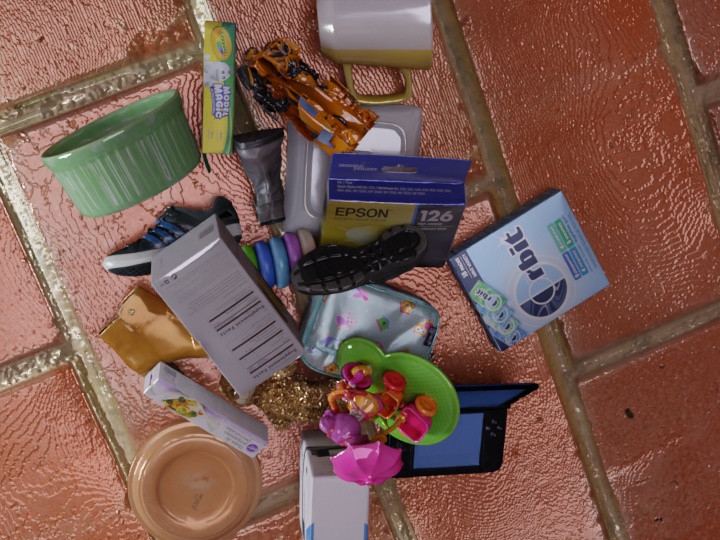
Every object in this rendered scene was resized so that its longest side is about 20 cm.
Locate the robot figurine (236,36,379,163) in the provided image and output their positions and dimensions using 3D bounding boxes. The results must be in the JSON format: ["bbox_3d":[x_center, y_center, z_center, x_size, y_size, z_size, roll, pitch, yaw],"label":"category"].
[{"bbox_3d":[-0.074,-0.243,1.410,0.200,0.145,0.058,40,127,-7],"label":"robot figurine"}]

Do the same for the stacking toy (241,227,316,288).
[{"bbox_3d":[-0.162,-0.002,1.461,0.199,0.085,0.086,-11,101,-11],"label":"stacking toy"}]

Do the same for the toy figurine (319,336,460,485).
[{"bbox_3d":[0.012,0.201,1.380,0.200,0.184,0.150,38,127,7],"label":"toy figurine"}]

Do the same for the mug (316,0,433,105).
[{"bbox_3d":[0.019,-0.329,1.418,0.153,0.149,0.187,-5,92,-1],"label":"mug"}]

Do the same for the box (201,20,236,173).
[{"bbox_3d":[-0.193,-0.235,1.406,0.048,0.117,0.201,3,99,-7],"label":"box"}]

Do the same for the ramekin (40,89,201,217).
[{"bbox_3d":[-0.310,-0.152,1.363,0.200,0.200,0.098,-27,110,-5],"label":"ramekin"}]

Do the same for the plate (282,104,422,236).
[{"bbox_3d":[-0.010,-0.145,1.497,0.199,0.032,0.201,2,99,-11],"label":"plate"}]

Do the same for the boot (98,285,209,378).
[{"bbox_3d":[-0.262,0.069,1.467,0.201,0.071,0.144,-41,108,4],"label":"boot"}]

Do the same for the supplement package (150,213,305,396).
[{"bbox_3d":[-0.177,0.045,1.375,0.109,0.114,0.200,-34,112,2],"label":"supplement package"}]

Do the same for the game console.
[{"bbox_3d":[0.149,0.238,1.531,0.199,0.118,0.171,1,99,-19],"label":"game console"}]

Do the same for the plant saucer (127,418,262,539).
[{"bbox_3d":[-0.246,0.320,1.534,0.200,0.032,0.201,-2,100,-9],"label":"plant saucer"}]

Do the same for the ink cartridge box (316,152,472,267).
[{"bbox_3d":[0.044,-0.078,1.452,0.197,0.047,0.200,2,144,-9],"label":"ink cartridge box"}]

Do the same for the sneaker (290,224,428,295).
[{"bbox_3d":[0.000,0.000,1.437,0.199,0.079,0.076,-15,66,-10],"label":"sneaker"}]

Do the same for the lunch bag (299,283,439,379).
[{"bbox_3d":[0.013,0.096,1.518,0.200,0.077,0.161,21,95,-13],"label":"lunch bag"}]

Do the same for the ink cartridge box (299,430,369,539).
[{"bbox_3d":[-0.041,0.329,1.486,0.084,0.200,0.145,1,99,-7],"label":"ink cartridge box"}]

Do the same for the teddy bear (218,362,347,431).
[{"bbox_3d":[-0.111,0.183,1.496,0.200,0.145,0.067,29,51,-18],"label":"teddy bear"}]

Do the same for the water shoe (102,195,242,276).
[{"bbox_3d":[-0.270,-0.048,1.460,0.199,0.072,0.079,-15,77,-8],"label":"water shoe"}]

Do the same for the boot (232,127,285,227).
[{"bbox_3d":[-0.126,-0.124,1.395,0.070,0.200,0.132,-8,97,1],"label":"boot"}]

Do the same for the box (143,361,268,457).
[{"bbox_3d":[-0.221,0.202,1.480,0.200,0.041,0.039,36,115,-26],"label":"box"}]

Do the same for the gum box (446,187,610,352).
[{"bbox_3d":[0.253,-0.001,1.561,0.200,0.045,0.170,-31,103,-3],"label":"gum box"}]
